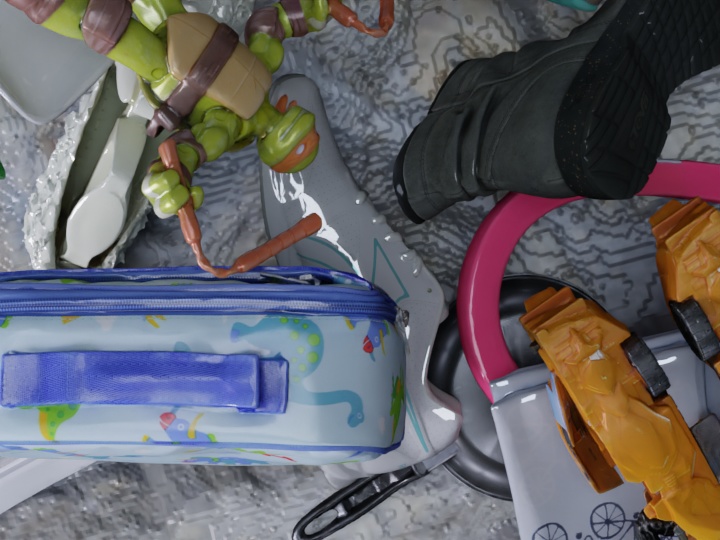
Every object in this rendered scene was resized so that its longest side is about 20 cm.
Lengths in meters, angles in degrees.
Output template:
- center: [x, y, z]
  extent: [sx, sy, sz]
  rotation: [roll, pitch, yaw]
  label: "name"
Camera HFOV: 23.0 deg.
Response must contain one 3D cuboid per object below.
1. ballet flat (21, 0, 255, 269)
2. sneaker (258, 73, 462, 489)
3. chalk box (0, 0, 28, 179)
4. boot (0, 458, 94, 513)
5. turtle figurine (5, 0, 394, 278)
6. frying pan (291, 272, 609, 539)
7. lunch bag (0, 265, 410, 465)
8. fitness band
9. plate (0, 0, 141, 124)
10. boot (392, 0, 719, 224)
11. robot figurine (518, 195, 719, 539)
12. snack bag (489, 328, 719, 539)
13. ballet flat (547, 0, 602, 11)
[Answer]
- center: [-0.105, -0.068, 0.848]
  extent: [0.071, 0.072, 0.201]
  rotation: [29, 113, 3]
  label: "ballet flat"
- center: [0.000, 0.000, 0.863]
  extent: [0.079, 0.070, 0.203]
  rotation: [-13, 93, 9]
  label: "sneaker"
- center: [-0.214, -0.140, 0.849]
  extent: [0.122, 0.124, 0.203]
  rotation: [-12, 91, 4]
  label: "chalk box"
- center: [-0.157, 0.050, 0.877]
  extent: [0.199, 0.074, 0.096]
  rotation: [-31, 97, 6]
  label: "boot"
- center: [-0.069, -0.096, 0.754]
  extent: [0.161, 0.201, 0.064]
  rotation: [40, 140, -13]
  label: "turtle figurine"
- center: [0.046, 0.067, 0.888]
  extent: [0.188, 0.031, 0.116]
  rotation: [-11, 91, 2]
  label: "frying pan"
- center: [-0.078, 0.043, 0.758]
  extent: [0.197, 0.161, 0.084]
  rotation: [-1, 85, 8]
  label: "lunch bag"
- center: [0.145, 0.019, 0.856]
  extent: [0.197, 0.037, 0.146]
  rotation: [4, 94, -9]
  label: "fitness band"
- center: [-0.144, -0.199, 0.779]
  extent: [0.200, 0.032, 0.200]
  rotation: [47, 70, -13]
  label: "plate"
- center: [0.099, -0.103, 0.843]
  extent: [0.200, 0.130, 0.068]
  rotation: [-53, 124, -34]
  label: "boot"
- center: [0.162, 0.075, 0.791]
  extent: [0.144, 0.058, 0.201]
  rotation: [-33, 108, 0]
  label: "robot figurine"
- center: [0.172, 0.114, 0.845]
  extent: [0.198, 0.021, 0.191]
  rotation: [-15, 108, -4]
  label: "snack bag"
- center: [0.030, -0.183, 0.802]
  extent: [0.070, 0.067, 0.201]
  rotation: [-39, 89, 29]
  label: "ballet flat"
